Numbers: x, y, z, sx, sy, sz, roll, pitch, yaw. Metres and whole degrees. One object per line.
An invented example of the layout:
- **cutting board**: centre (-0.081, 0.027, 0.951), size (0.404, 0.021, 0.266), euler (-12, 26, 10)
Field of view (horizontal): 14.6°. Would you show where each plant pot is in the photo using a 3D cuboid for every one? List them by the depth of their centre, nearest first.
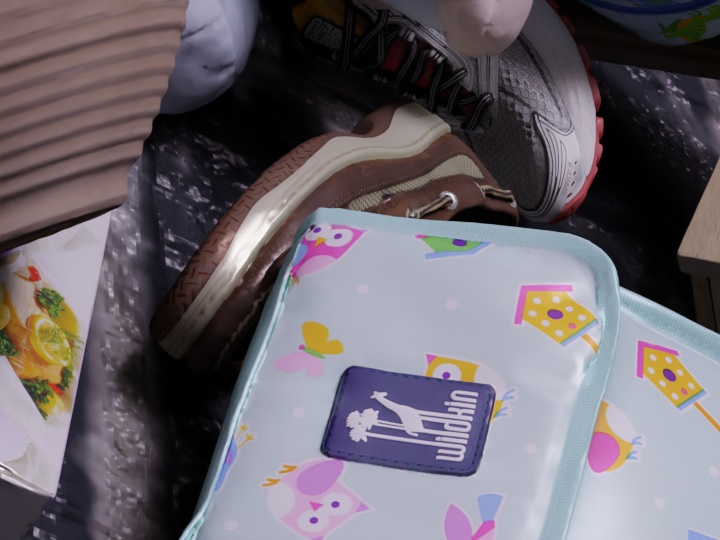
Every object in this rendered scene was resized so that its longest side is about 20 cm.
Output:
- **plant pot**: centre (-0.126, -0.045, 0.785), size (0.201, 0.201, 0.093), euler (-23, 93, -56)

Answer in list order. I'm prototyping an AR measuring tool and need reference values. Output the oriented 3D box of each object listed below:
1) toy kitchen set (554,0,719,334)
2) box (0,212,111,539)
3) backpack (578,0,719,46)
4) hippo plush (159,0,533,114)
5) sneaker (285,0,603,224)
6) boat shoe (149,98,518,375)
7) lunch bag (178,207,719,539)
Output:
- **toy kitchen set**: centre (0.131, -0.035, 1.157), size (0.180, 0.163, 0.200), euler (12, 53, 24)
- **box**: centre (-0.106, 0.007, 0.863), size (0.039, 0.041, 0.200), euler (31, 32, -19)
- **backpack**: centre (0.103, -0.178, 1.091), size (0.200, 0.163, 0.154), euler (58, 14, 27)
- **hippo plush**: centre (-0.043, -0.142, 0.974), size (0.200, 0.161, 0.159), euler (65, -12, -8)
- **sneaker**: centre (0.015, -0.094, 1.104), size (0.082, 0.078, 0.200), euler (-32, 76, -37)
- **boat shoe**: centre (0.003, -0.005, 0.959), size (0.075, 0.075, 0.202), euler (39, 31, 7)
- **lunch bag**: centre (0.044, 0.085, 0.839), size (0.200, 0.122, 0.170), euler (31, 49, -16)
